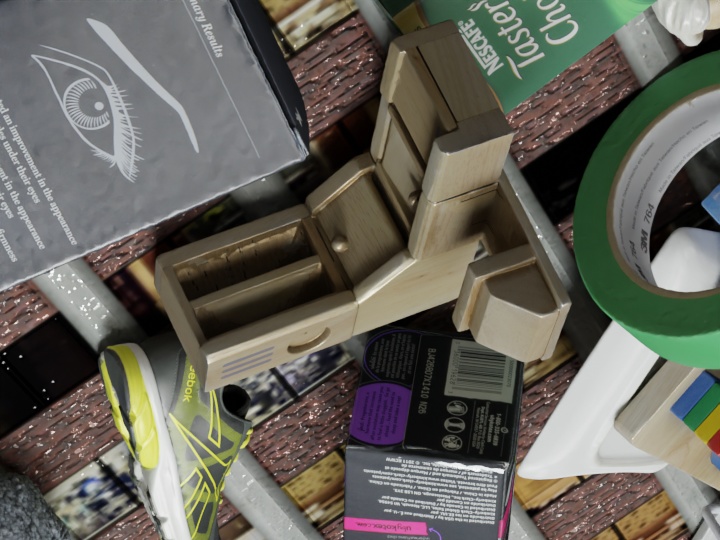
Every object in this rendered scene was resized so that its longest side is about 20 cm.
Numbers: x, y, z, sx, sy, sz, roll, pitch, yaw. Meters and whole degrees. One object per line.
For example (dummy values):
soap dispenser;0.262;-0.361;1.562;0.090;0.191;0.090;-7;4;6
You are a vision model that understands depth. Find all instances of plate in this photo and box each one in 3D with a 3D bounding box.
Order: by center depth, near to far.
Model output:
plate;0.211;0.065;1.682;0.199;0.032;0.200;6;120;-57

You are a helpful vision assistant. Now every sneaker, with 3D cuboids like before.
sneaker;-0.102;0.116;1.577;0.084;0.075;0.200;-22;136;-11

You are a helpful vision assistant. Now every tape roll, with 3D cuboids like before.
tape roll;0.226;-0.040;1.531;0.200;0.201;0.048;-43;134;11

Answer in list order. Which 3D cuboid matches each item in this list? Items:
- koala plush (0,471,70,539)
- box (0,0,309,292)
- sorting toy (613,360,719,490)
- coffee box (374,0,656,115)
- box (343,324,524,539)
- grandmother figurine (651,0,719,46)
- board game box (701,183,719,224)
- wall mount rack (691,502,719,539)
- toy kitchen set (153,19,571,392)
koala plush;-0.234;0.245;1.526;0.177;0.200;0.184;16;119;-38
box;-0.145;-0.098;1.285;0.199;0.104;0.148;-22;115;5
sorting toy;0.290;0.070;1.675;0.200;0.070;0.199;-50;151;7
coffee box;0.114;-0.179;1.457;0.200;0.044;0.123;-35;137;3
box;0.047;0.150;1.636;0.106;0.122;0.201;7;132;5
grandmother figurine;0.274;-0.159;1.509;0.199;0.121;0.061;6;91;3
board game box;0.324;-0.069;1.647;0.151;0.037;0.200;-47;149;16
wall mount rack;0.310;0.243;1.924;0.173;0.075;0.200;5;126;-33
toy kitchen set;0.000;0.000;1.418;0.180;0.164;0.200;-20;156;-17
